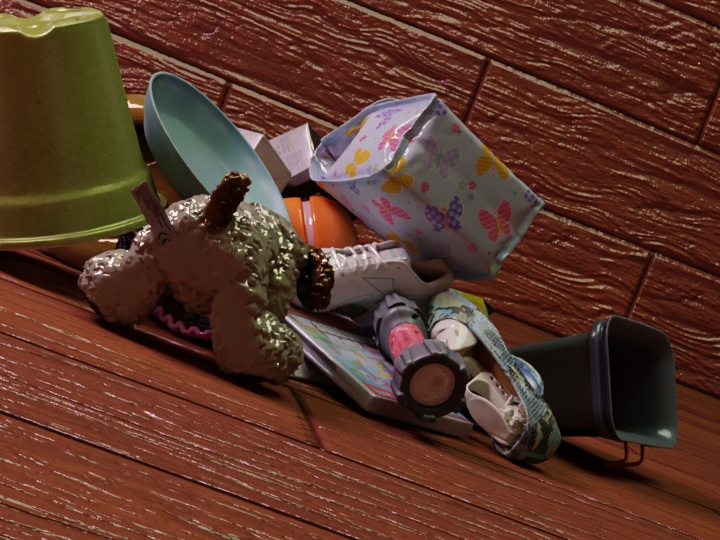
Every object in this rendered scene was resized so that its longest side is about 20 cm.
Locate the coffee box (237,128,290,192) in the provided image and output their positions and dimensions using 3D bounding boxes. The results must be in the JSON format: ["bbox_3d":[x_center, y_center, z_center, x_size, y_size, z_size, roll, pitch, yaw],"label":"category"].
[{"bbox_3d":[-0.194,-0.106,1.963,0.199,0.113,0.080,18,-23,35],"label":"coffee box"}]

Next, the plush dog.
[{"bbox_3d":[-0.111,-0.014,1.461,0.199,0.161,0.172,21,12,9],"label":"plush dog"}]

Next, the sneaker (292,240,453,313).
[{"bbox_3d":[0.000,0.000,1.670,0.199,0.080,0.071,12,44,-34],"label":"sneaker"}]

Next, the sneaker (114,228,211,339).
[{"bbox_3d":[-0.154,0.001,1.572,0.199,0.096,0.079,24,11,36],"label":"sneaker"}]

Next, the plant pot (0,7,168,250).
[{"bbox_3d":[-0.280,-0.133,1.554,0.199,0.185,0.200,-5,15,1],"label":"plant pot"}]

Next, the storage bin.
[{"bbox_3d":[0.233,0.133,1.822,0.134,0.146,0.200,-8,-12,29],"label":"storage bin"}]

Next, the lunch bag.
[{"bbox_3d":[0.056,-0.082,1.749,0.169,0.127,0.200,42,-20,-20],"label":"lunch bag"}]

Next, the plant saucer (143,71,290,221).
[{"bbox_3d":[-0.141,-0.096,1.646,0.200,0.036,0.200,48,16,-19],"label":"plant saucer"}]

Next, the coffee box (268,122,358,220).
[{"bbox_3d":[-0.116,-0.077,2.042,0.113,0.199,0.080,44,28,-53],"label":"coffee box"}]

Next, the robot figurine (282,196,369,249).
[{"bbox_3d":[-0.086,-0.014,1.783,0.199,0.117,0.144,-7,-38,-3],"label":"robot figurine"}]

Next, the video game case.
[{"bbox_3d":[-0.003,0.083,1.607,0.143,0.018,0.200,20,14,-46],"label":"video game case"}]

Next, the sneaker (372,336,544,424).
[{"bbox_3d":[0.084,0.108,1.712,0.199,0.079,0.089,14,7,28],"label":"sneaker"}]

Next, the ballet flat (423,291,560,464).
[{"bbox_3d":[0.108,0.095,1.617,0.200,0.074,0.074,49,18,30],"label":"ballet flat"}]

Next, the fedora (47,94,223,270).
[{"bbox_3d":[-0.231,-0.077,1.755,0.200,0.201,0.082,22,-15,12],"label":"fedora"}]

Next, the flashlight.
[{"bbox_3d":[0.047,0.070,1.566,0.068,0.068,0.200,32,10,-17],"label":"flashlight"}]

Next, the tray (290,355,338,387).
[{"bbox_3d":[-0.044,0.083,1.638,0.107,0.022,0.200,23,4,38],"label":"tray"}]

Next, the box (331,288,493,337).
[{"bbox_3d":[0.053,0.061,1.857,0.200,0.117,0.049,14,51,-53],"label":"box"}]
